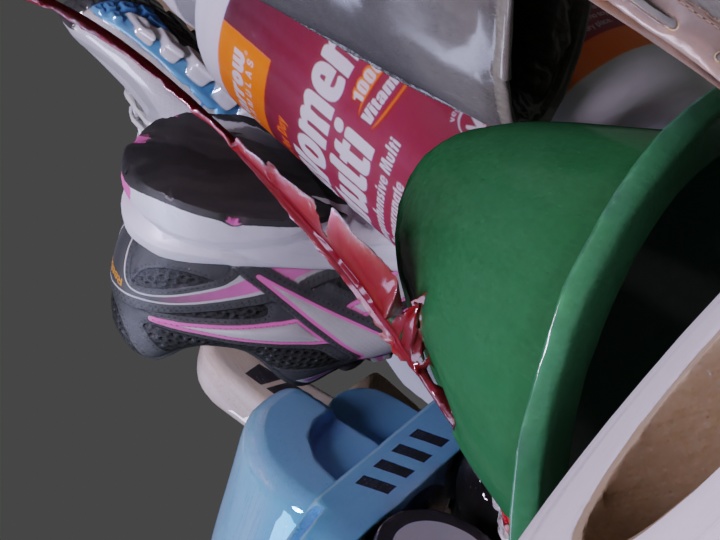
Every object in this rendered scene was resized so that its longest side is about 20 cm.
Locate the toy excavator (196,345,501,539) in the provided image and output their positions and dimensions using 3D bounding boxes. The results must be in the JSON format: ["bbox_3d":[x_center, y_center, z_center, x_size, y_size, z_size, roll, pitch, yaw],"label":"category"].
[{"bbox_3d":[-0.013,0.069,0.909,0.199,0.194,0.100,31,126,17],"label":"toy excavator"}]

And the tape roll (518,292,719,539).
[{"bbox_3d":[0.129,0.065,0.499,0.139,0.203,0.203,42,175,-3],"label":"tape roll"}]

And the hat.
[{"bbox_3d":[0.021,-0.005,0.708,0.175,0.166,0.201,21,132,30],"label":"hat"}]

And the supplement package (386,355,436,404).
[{"bbox_3d":[0.105,0.052,1.096,0.200,0.111,0.156,42,174,24],"label":"supplement package"}]

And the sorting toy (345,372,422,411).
[{"bbox_3d":[0.036,0.180,0.999,0.199,0.069,0.201,43,-147,-24],"label":"sorting toy"}]

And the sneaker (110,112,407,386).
[{"bbox_3d":[0.000,0.000,0.879,0.199,0.087,0.081,9,-144,-20],"label":"sneaker"}]

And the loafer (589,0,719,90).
[{"bbox_3d":[0.115,-0.036,0.609,0.200,0.063,0.072,46,173,-8],"label":"loafer"}]

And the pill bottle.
[{"bbox_3d":[0.015,-0.078,0.817,0.200,0.110,0.110,42,174,28],"label":"pill bottle"}]

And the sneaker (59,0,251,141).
[{"bbox_3d":[-0.074,-0.050,1.104,0.200,0.087,0.075,41,-171,-38],"label":"sneaker"}]

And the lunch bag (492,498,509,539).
[{"bbox_3d":[0.145,0.097,0.774,0.200,0.176,0.082,42,174,23],"label":"lunch bag"}]

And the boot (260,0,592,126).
[{"bbox_3d":[-0.020,-0.147,0.718,0.199,0.072,0.183,27,134,37],"label":"boot"}]
